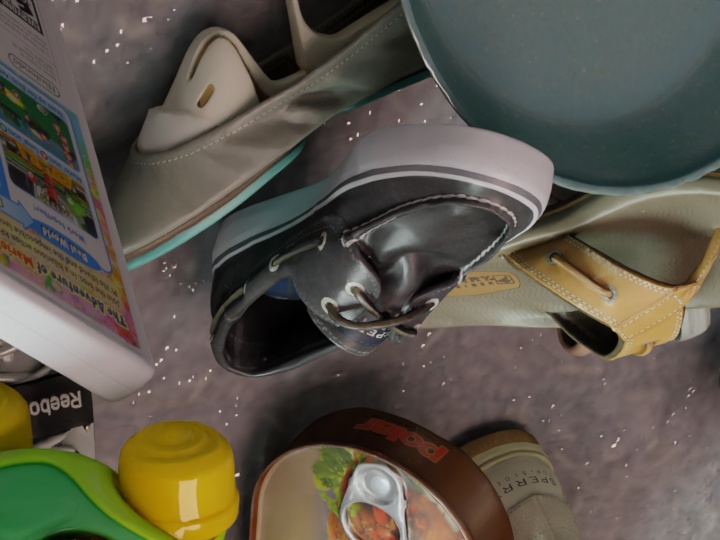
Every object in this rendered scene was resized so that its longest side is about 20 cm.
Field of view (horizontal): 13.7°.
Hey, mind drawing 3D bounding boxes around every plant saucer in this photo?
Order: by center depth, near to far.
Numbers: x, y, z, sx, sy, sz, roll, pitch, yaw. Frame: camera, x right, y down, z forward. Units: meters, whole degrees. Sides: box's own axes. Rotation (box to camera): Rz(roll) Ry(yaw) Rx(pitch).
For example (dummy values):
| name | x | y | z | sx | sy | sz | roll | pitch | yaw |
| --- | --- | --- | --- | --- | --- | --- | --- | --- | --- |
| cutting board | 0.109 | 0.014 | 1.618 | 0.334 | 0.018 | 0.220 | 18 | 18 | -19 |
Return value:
| name | x | y | z | sx | sy | sz | roll | pitch | yaw |
| --- | --- | --- | --- | --- | --- | --- | --- | --- | --- |
| plant saucer | 0.087 | -0.128 | 1.088 | 0.199 | 0.036 | 0.201 | -2 | 94 | -29 |

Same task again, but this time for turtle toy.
| name | x | y | z | sx | sy | sz | roll | pitch | yaw |
| --- | --- | --- | --- | --- | --- | --- | --- | --- | --- |
| turtle toy | -0.124 | 0.118 | 0.960 | 0.101 | 0.199 | 0.146 | -42 | 137 | -56 |

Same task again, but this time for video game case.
| name | x | y | z | sx | sy | sz | roll | pitch | yaw |
| --- | --- | --- | --- | --- | --- | --- | --- | --- | --- |
| video game case | -0.152 | -0.067 | 0.943 | 0.024 | 0.183 | 0.200 | -35 | 137 | 19 |

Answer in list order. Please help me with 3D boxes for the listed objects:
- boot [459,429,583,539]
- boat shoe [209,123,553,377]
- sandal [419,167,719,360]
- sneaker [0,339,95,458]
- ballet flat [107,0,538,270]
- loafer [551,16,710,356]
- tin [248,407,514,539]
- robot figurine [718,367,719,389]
| name | x | y | z | sx | sy | sz | roll | pitch | yaw |
| --- | --- | --- | --- | --- | --- | --- | --- | --- | --- |
| boot | 0.085 | 0.189 | 1.316 | 0.072 | 0.155 | 0.201 | -16 | 133 | -18 |
| boat shoe | 0.000 | 0.000 | 1.093 | 0.070 | 0.067 | 0.200 | 22 | 158 | -29 |
| sandal | 0.088 | 0.006 | 1.167 | 0.199 | 0.054 | 0.080 | -8 | 141 | 27 |
| sneaker | -0.127 | 0.053 | 1.127 | 0.074 | 0.089 | 0.201 | -14 | 131 | -20 |
| ballet flat | -0.028 | -0.075 | 1.108 | 0.200 | 0.067 | 0.064 | -31 | 108 | -5 |
| loafer | 0.097 | -0.034 | 1.203 | 0.063 | 0.072 | 0.200 | -22 | 137 | -3 |
| tin | 0.006 | 0.144 | 1.270 | 0.042 | 0.112 | 0.201 | -51 | 155 | -47 |
| robot figurine | 0.261 | 0.044 | 1.329 | 0.199 | 0.113 | 0.170 | -12 | 171 | -22 |
